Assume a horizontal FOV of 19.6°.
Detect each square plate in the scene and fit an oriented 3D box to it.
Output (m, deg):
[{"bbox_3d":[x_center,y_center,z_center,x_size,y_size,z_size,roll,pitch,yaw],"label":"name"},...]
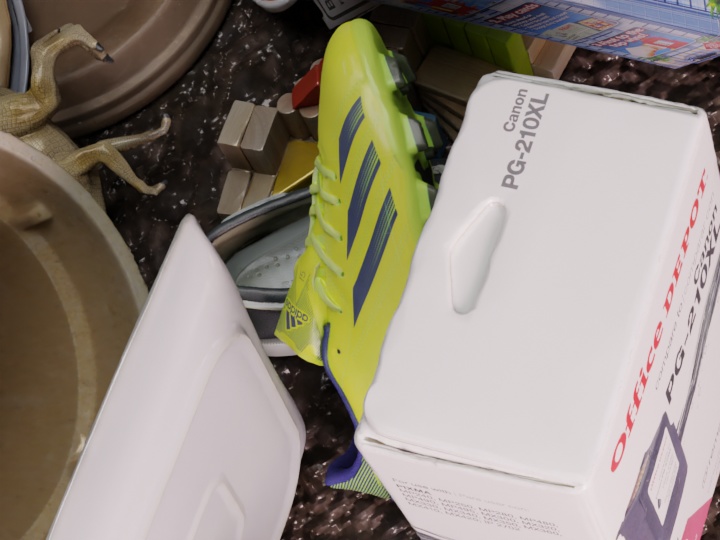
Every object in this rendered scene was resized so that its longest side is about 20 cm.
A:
[{"bbox_3d":[-0.069,0.109,0.790,0.028,0.200,0.199,14,68,16],"label":"square plate"}]

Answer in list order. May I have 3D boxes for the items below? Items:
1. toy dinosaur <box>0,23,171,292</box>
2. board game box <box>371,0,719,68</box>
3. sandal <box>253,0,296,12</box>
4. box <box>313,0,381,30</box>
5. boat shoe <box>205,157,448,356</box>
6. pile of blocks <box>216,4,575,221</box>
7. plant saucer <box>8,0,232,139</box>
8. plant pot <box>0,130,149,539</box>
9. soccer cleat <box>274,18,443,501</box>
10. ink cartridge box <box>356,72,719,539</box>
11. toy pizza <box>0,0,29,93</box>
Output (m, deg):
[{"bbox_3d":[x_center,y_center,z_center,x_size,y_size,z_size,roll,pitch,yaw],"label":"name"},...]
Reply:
[{"bbox_3d":[-0.155,-0.067,0.947,0.200,0.058,0.101,43,86,8],"label":"toy dinosaur"},{"bbox_3d":[0.057,-0.183,0.880,0.199,0.062,0.201,-7,87,-29],"label":"board game box"},{"bbox_3d":[-0.069,-0.209,1.004,0.079,0.059,0.207,-50,46,38],"label":"sandal"},{"bbox_3d":[0.036,-0.213,0.942,0.200,0.060,0.117,-39,101,-25],"label":"box"},{"bbox_3d":[0.026,-0.013,0.904,0.199,0.060,0.076,-20,61,6],"label":"boat shoe"},{"bbox_3d":[0.018,-0.083,0.942,0.200,0.062,0.082,-38,60,-4],"label":"pile of blocks"},{"bbox_3d":[-0.156,-0.155,1.050,0.199,0.029,0.201,-6,63,13],"label":"plant saucer"},{"bbox_3d":[-0.213,0.049,0.855,0.183,0.200,0.201,-9,54,52],"label":"plant pot"},{"bbox_3d":[0.000,0.001,0.847,0.083,0.065,0.201,-8,106,10],"label":"soccer cleat"},{"bbox_3d":[0.080,0.043,0.770,0.084,0.200,0.145,11,68,21],"label":"ink cartridge box"},{"bbox_3d":[-0.252,-0.090,1.017,0.199,0.032,0.202,-6,74,20],"label":"toy pizza"}]
